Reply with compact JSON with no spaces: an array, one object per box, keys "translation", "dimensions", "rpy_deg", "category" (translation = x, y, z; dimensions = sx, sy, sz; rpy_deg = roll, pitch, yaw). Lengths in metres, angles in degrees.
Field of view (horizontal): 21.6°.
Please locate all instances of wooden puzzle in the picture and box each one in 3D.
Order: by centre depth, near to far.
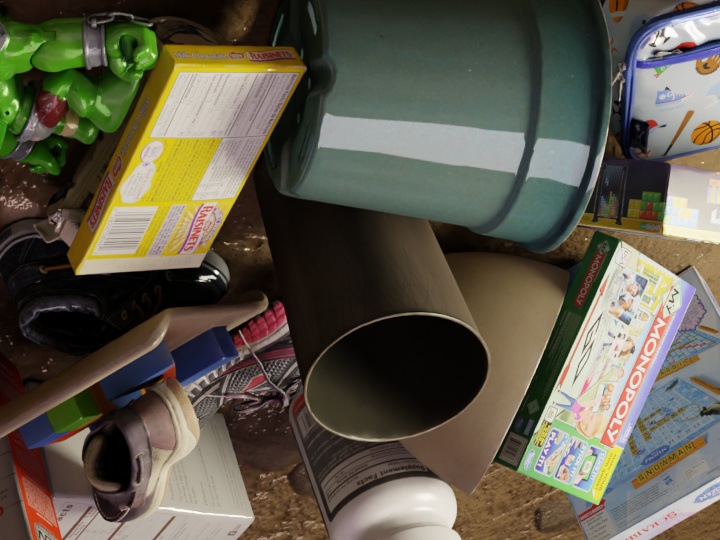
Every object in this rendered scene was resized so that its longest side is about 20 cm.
[{"translation":[-0.173,0.081,1.426],"dimensions":[0.185,0.046,0.200],"rpy_deg":[-30,175,20],"category":"wooden puzzle"}]

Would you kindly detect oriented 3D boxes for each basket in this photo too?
[{"translation":[0.000,0.000,1.397],"dimensions":[0.135,0.201,0.180],"rpy_deg":[-24,147,7],"category":"basket"}]

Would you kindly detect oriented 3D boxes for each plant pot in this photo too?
[{"translation":[0.044,-0.118,1.304],"dimensions":[0.195,0.201,0.201],"rpy_deg":[4,136,-19],"category":"plant pot"},{"translation":[0.071,0.064,1.556],"dimensions":[0.134,0.201,0.201],"rpy_deg":[25,133,2],"category":"plant pot"}]

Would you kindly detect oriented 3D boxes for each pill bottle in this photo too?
[{"translation":[0.017,0.185,1.637],"dimensions":[0.115,0.201,0.116],"rpy_deg":[-14,143,-11],"category":"pill bottle"}]

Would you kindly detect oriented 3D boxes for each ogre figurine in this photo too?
[{"translation":[-0.219,-0.118,1.228],"dimensions":[0.119,0.099,0.200],"rpy_deg":[9,177,-28],"category":"ogre figurine"}]

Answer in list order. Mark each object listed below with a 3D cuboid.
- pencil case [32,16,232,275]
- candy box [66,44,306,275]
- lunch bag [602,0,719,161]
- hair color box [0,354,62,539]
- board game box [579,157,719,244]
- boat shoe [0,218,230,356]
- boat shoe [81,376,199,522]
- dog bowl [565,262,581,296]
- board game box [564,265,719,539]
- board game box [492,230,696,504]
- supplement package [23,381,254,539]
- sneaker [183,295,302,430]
[{"translation":[-0.152,-0.089,1.318],"dimensions":[0.089,0.078,0.200],"rpy_deg":[-23,155,-49],"category":"pencil case"},{"translation":[-0.120,-0.072,1.268],"dimensions":[0.102,0.026,0.200],"rpy_deg":[-6,142,-37],"category":"candy box"},{"translation":[0.274,-0.168,1.445],"dimensions":[0.199,0.076,0.161],"rpy_deg":[-15,140,-11],"category":"lunch bag"},{"translation":[-0.299,0.161,1.449],"dimensions":[0.101,0.201,0.061],"rpy_deg":[-27,143,7],"category":"hair color box"},{"translation":[0.234,-0.053,1.475],"dimensions":[0.165,0.200,0.057],"rpy_deg":[8,91,-33],"category":"board game box"},{"translation":[-0.180,0.025,1.433],"dimensions":[0.199,0.091,0.071],"rpy_deg":[9,133,-35],"category":"boat shoe"},{"translation":[-0.177,0.141,1.412],"dimensions":[0.064,0.072,0.200],"rpy_deg":[-16,163,-28],"category":"boat shoe"},{"translation":[0.179,0.081,1.639],"dimensions":[0.049,0.111,0.201],"rpy_deg":[27,92,-28],"category":"dog bowl"},{"translation":[0.260,0.128,1.691],"dimensions":[0.199,0.200,0.041],"rpy_deg":[-31,143,13],"category":"board game box"},{"translation":[0.193,0.082,1.537],"dimensions":[0.134,0.029,0.201],"rpy_deg":[26,88,-48],"category":"board game box"},{"translation":[-0.211,0.186,1.592],"dimensions":[0.199,0.117,0.117],"rpy_deg":[14,132,-37],"category":"supplement package"},{"translation":[-0.084,0.083,1.535],"dimensions":[0.200,0.075,0.081],"rpy_deg":[-37,-178,31],"category":"sneaker"}]
